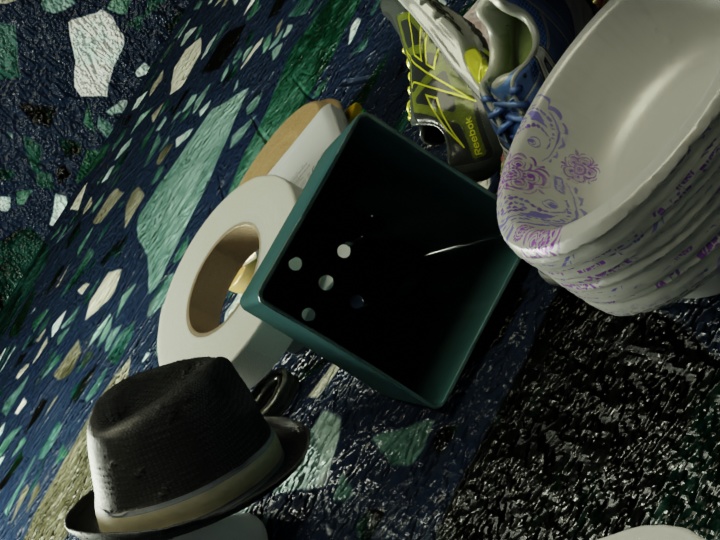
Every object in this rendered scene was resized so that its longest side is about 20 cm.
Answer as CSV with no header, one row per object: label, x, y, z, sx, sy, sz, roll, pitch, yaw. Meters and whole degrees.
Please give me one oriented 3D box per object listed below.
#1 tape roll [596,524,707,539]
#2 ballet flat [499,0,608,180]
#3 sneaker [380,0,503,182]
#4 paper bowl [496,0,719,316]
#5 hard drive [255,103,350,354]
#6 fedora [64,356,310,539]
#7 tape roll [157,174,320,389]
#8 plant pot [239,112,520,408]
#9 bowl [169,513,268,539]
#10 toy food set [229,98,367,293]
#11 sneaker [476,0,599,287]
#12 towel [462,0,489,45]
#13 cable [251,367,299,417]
tape roll,0.085,0.194,0.569,0.203,0.071,0.203,-48,13,15
ballet flat,0.140,-0.131,1.065,0.201,0.064,0.076,-56,19,4
sneaker,0.058,-0.144,1.179,0.085,0.074,0.200,-51,46,16
paper bowl,0.171,-0.068,0.819,0.201,0.104,0.201,-49,20,24
hard drive,-0.041,-0.039,1.356,0.132,0.026,0.201,-48,34,23
fedora,-0.135,0.122,1.162,0.199,0.092,0.201,-15,14,4
tape roll,-0.104,0.015,1.344,0.202,0.037,0.204,-36,39,36
plant pot,0.000,0.000,1.097,0.142,0.141,0.200,-61,11,-11
bowl,-0.160,0.249,1.162,0.201,0.090,0.202,-48,20,24
toy food set,-0.070,-0.080,1.534,0.198,0.048,0.201,-33,30,50
sneaker,0.109,-0.086,0.979,0.076,0.077,0.202,-30,58,47
towel,0.126,-0.204,1.267,0.191,0.032,0.200,-52,18,15
cable,-0.130,0.152,1.299,0.200,0.050,0.097,-45,17,32
